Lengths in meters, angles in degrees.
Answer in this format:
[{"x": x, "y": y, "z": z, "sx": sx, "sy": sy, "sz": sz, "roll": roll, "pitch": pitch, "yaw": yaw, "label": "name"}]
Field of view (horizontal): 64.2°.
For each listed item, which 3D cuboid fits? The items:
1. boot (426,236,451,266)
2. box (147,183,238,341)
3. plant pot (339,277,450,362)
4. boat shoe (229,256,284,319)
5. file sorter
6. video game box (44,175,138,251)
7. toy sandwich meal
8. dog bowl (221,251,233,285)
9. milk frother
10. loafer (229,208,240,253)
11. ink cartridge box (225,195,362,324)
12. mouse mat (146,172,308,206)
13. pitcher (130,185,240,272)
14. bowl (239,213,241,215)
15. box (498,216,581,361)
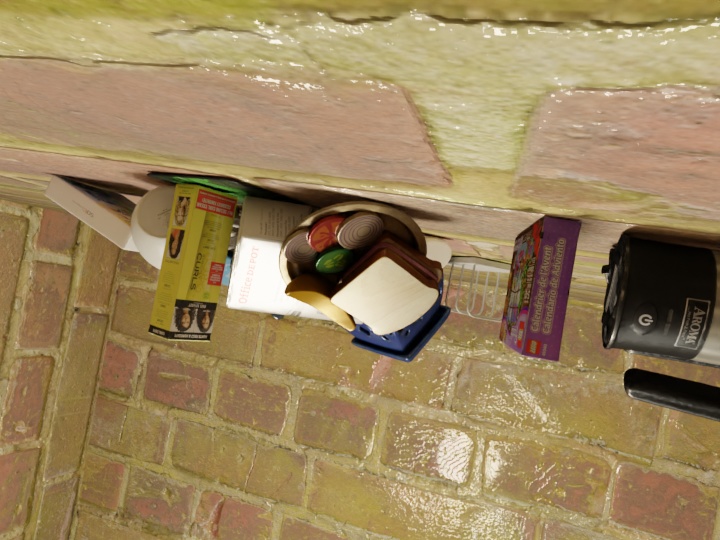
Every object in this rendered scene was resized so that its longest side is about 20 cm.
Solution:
[{"x": 0.043, "y": -0.022, "z": 0.943, "sx": 0.199, "sy": 0.073, "sz": 0.090, "roll": -17, "pitch": -149, "yaw": -11, "label": "boot"}, {"x": -0.221, "y": -0.009, "z": 0.765, "sx": 0.050, "sy": 0.201, "sz": 0.075, "roll": 9, "pitch": 177, "yaw": 36, "label": "box"}, {"x": 0.066, "y": 0.075, "z": 1.238, "sx": 0.199, "sy": 0.200, "sz": 0.180, "roll": 10, "pitch": 134, "yaw": 43, "label": "plant pot"}, {"x": -0.166, "y": 0.026, "z": 0.931, "sx": 0.200, "sy": 0.062, "sz": 0.075, "roll": 26, "pitch": 167, "yaw": 45, "label": "boat shoe"}, {"x": 0.255, "y": 0.040, "z": 1.298, "sx": 0.138, "sy": 0.125, "sz": 0.200, "roll": 11, "pitch": 179, "yaw": -20, "label": "file sorter"}, {"x": -0.436, "y": -0.094, "z": 1.053, "sx": 0.199, "sy": 0.047, "sz": 0.182, "roll": 31, "pitch": -178, "yaw": 16, "label": "video game box"}, {"x": -0.002, "y": 0.005, "z": 0.701, "sx": 0.204, "sy": 0.071, "sz": 0.206, "roll": -5, "pitch": 136, "yaw": -5, "label": "toy sandwich meal"}, {"x": -0.275, "y": -0.052, "z": 1.070, "sx": 0.111, "sy": 0.050, "sz": 0.200, "roll": 18, "pitch": -155, "yaw": -48, "label": "dog bowl"}, {"x": 0.353, "y": 0.032, "z": 0.596, "sx": 0.187, "sy": 0.181, "sz": 0.200, "roll": 10, "pitch": -138, "yaw": 17, "label": "milk frother"}, {"x": -0.242, "y": -0.083, "z": 1.012, "sx": 0.199, "sy": 0.068, "sz": 0.076, "roll": 27, "pitch": -161, "yaw": -29, "label": "loafer"}, {"x": -0.074, "y": -0.011, "z": 0.788, "sx": 0.199, "sy": 0.085, "sz": 0.146, "roll": 9, "pitch": 135, "yaw": -15, "label": "ink cartridge box"}, {"x": -0.166, "y": -0.104, "z": 0.788, "sx": 0.160, "sy": 0.008, "sz": 0.200, "roll": 9, "pitch": 178, "yaw": 31, "label": "mouse mat"}, {"x": -0.252, "y": -0.059, "z": 0.884, "sx": 0.171, "sy": 0.122, "sz": 0.200, "roll": -29, "pitch": 165, "yaw": -13, "label": "pitcher"}, {"x": -0.205, "y": -0.057, "z": 1.198, "sx": 0.199, "sy": 0.095, "sz": 0.201, "roll": 10, "pitch": 178, "yaw": 0, "label": "bowl"}, {"x": 0.195, "y": 0.022, "z": 0.645, "sx": 0.039, "sy": 0.138, "sz": 0.200, "roll": 9, "pitch": 178, "yaw": 8, "label": "box"}]
